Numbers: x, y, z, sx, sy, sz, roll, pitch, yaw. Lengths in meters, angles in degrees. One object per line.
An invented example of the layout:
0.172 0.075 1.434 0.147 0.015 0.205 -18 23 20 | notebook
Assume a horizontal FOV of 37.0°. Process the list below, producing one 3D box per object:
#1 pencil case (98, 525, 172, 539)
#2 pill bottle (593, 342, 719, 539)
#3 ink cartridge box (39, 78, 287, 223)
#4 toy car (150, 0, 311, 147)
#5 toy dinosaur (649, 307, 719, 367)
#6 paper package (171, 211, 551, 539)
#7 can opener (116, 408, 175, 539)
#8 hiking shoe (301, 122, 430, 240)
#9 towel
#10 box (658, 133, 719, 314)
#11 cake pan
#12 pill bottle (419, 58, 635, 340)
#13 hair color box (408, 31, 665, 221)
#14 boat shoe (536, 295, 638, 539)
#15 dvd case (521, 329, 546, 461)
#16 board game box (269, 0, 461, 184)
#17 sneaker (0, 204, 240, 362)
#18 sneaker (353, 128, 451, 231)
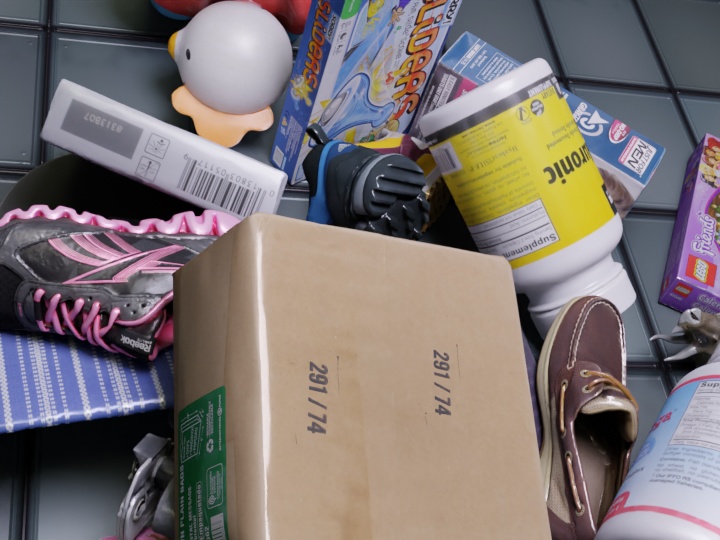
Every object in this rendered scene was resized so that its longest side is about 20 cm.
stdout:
-0.062 0.179 0.650 0.199 0.086 0.083 -9 78 -23 | pencil case
0.229 0.129 0.672 0.108 0.109 0.200 34 50 10 | pill bottle
-0.134 -0.078 0.792 0.162 0.200 0.057 22 87 -5 | ink cartridge box
-0.118 -0.202 0.893 0.176 0.184 0.201 13 73 -8 | toy car
0.340 0.080 0.866 0.200 0.102 0.077 40 16 0 | toy dinosaur
-0.003 0.085 0.594 0.189 0.103 0.201 10 63 -31 | paper package
-0.087 0.106 0.668 0.066 0.054 0.200 20 24 11 | can opener
0.000 0.000 0.749 0.074 0.201 0.086 -23 40 -37 | hiking shoe
-0.166 0.049 0.676 0.199 0.024 0.145 -6 33 -21 | towel
0.353 -0.024 0.970 0.136 0.039 0.201 24 50 2 | box
-0.179 -0.013 0.790 0.199 0.037 0.201 9 51 -11 | cake pan
0.135 -0.052 0.837 0.111 0.111 0.201 -31 98 -34 | pill bottle
0.147 -0.107 0.927 0.199 0.100 0.061 32 49 8 | hair color box
0.162 0.101 0.733 0.072 0.072 0.201 29 58 -19 | boat shoe
0.086 0.130 0.728 0.148 0.016 0.201 -15 78 -37 | dvd case
0.007 -0.166 0.863 0.135 0.201 0.035 -26 65 -32 | board game box
-0.153 0.016 0.652 0.198 0.079 0.096 -5 45 -16 | sneaker
-0.007 -0.048 0.858 0.090 0.075 0.200 33 44 20 | sneaker
